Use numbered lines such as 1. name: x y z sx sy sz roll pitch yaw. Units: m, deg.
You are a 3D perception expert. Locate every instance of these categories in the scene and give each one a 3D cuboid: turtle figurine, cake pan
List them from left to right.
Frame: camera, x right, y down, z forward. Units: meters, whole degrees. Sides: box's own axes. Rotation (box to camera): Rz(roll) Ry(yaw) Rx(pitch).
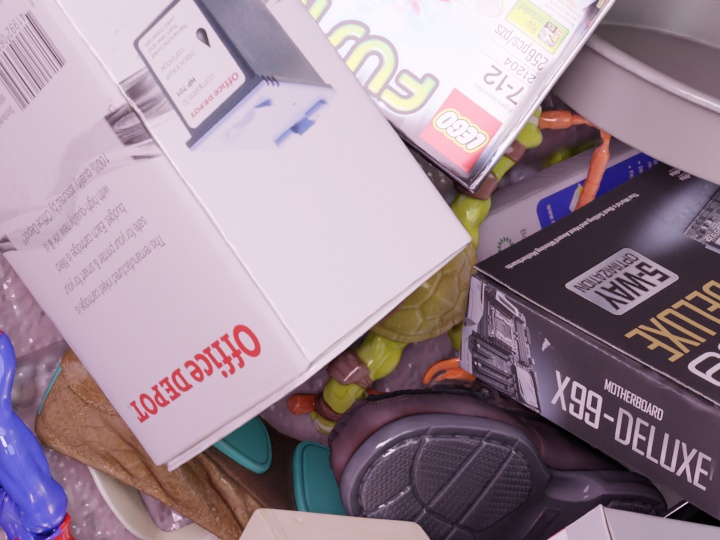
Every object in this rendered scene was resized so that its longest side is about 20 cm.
1. turtle figurine: 0.000 0.000 0.982 0.161 0.064 0.201 31 103 -19
2. cake pan: 0.157 -0.079 1.029 0.199 0.200 0.037 1 119 -34

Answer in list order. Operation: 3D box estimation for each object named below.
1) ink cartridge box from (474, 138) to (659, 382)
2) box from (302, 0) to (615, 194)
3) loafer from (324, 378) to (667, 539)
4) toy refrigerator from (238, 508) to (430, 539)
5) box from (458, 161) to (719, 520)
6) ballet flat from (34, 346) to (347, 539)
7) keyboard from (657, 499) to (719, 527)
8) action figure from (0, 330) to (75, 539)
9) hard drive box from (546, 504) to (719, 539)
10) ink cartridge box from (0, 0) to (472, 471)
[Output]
1. ink cartridge box: 0.126 -0.011 1.096 0.199 0.037 0.095 -24 106 -28
2. box: -0.005 -0.131 0.928 0.199 0.035 0.110 36 92 -1
3. loafer: 0.046 0.078 0.988 0.072 0.063 0.199 -49 143 16
4. toy refrigerator: -0.038 0.185 0.929 0.075 0.070 0.201 8 121 -33
5. box: 0.160 0.018 0.983 0.199 0.157 0.050 -28 137 -42
6. ballet flat: -0.046 0.093 0.971 0.200 0.072 0.068 36 29 -26
7. keyboard: 0.111 0.131 1.030 0.199 0.040 0.104 -34 138 10
8. action figure: -0.142 0.096 0.906 0.099 0.065 0.201 -45 115 -32
9. hard drive box: 0.120 0.168 0.955 0.199 0.156 0.077 13 51 -39
10. ink cartridge box: -0.075 -0.048 0.854 0.086 0.146 0.200 -38 92 -31
